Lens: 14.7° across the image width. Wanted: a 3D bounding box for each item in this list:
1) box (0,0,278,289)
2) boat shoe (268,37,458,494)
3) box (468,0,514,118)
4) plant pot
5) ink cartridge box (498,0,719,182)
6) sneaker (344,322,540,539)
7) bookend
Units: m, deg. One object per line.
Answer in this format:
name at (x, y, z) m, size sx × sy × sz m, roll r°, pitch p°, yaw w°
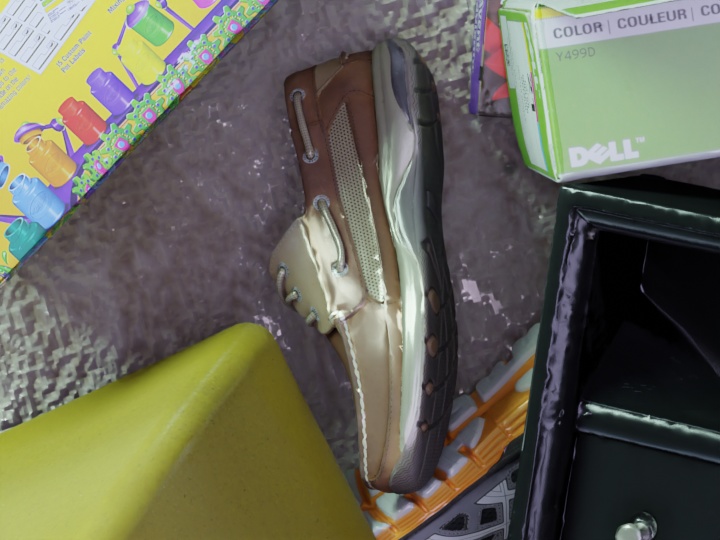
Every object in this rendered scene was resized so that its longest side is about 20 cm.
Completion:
box at (-0.150, -0.131, 1.160) m, size 0.193 × 0.122 × 0.200 m, roll 45°, pitch 91°, yaw -6°
boat shoe at (0.000, 0.000, 1.195) m, size 0.072 × 0.076 × 0.200 m, roll -6°, pitch 69°, yaw 10°
box at (0.151, -0.128, 1.222) m, size 0.200 × 0.039 × 0.137 m, roll 4°, pitch 95°, yaw -4°
plant pot at (-0.105, 0.166, 1.132) m, size 0.200 × 0.176 × 0.200 m, roll -24°, pitch 96°, yaw 21°
ink cartridge box at (0.142, -0.080, 1.105) m, size 0.148 × 0.200 × 0.076 m, roll -9°, pitch 97°, yaw -3°
sneaker at (0.063, 0.092, 1.221) m, size 0.200 × 0.078 × 0.077 m, roll -36°, pitch 112°, yaw 4°
bookend at (0.170, 0.078, 1.107) m, size 0.199 × 0.092 × 0.200 m, roll 13°, pitch 101°, yaw 26°
